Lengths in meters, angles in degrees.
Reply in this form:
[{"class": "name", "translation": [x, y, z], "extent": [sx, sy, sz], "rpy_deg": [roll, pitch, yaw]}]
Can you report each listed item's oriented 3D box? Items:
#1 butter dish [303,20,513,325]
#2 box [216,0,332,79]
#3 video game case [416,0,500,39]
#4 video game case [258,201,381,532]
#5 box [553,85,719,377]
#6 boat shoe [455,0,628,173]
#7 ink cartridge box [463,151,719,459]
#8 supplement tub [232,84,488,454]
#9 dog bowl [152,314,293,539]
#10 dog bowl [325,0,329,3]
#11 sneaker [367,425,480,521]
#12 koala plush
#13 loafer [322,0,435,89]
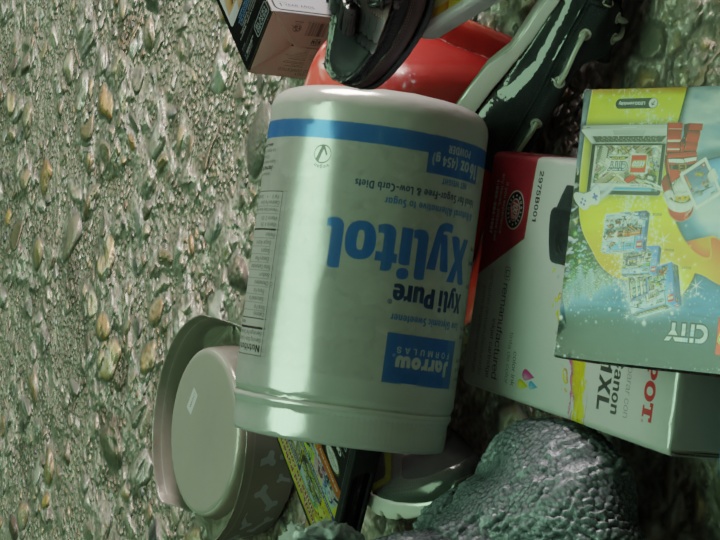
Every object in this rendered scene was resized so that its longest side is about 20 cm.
[{"class": "butter dish", "translation": [0.007, -0.084, 1.117], "extent": [0.200, 0.147, 0.200], "rpy_deg": [37, 117, 57]}, {"class": "box", "translation": [-0.056, -0.236, 1.286], "extent": [0.060, 0.116, 0.200], "rpy_deg": [-63, 37, 38]}, {"class": "video game case", "translation": [0.083, -0.263, 0.973], "extent": [0.200, 0.023, 0.183], "rpy_deg": [-25, 75, 43]}, {"class": "video game case", "translation": [-0.037, 0.080, 1.132], "extent": [0.181, 0.025, 0.200], "rpy_deg": [102, 150, -53]}, {"class": "box", "translation": [0.189, -0.017, 0.756], "extent": [0.200, 0.038, 0.137], "rpy_deg": [4, 86, 42]}, {"class": "boat shoe", "translation": [0.128, -0.146, 0.996], "extent": [0.200, 0.060, 0.076], "rpy_deg": [-52, 4, 23]}, {"class": "ink cartridge box", "translation": [0.152, 0.013, 0.908], "extent": [0.200, 0.083, 0.146], "rpy_deg": [14, 98, 61]}, {"class": "supplement tub", "translation": [0.000, 0.000, 0.950], "extent": [0.132, 0.132, 0.201], "rpy_deg": [3, 86, 61]}, {"class": "dog bowl", "translation": [-0.115, 0.138, 1.391], "extent": [0.200, 0.058, 0.201], "rpy_deg": [-16, 71, 59]}, {"class": "dog bowl", "translation": [0.006, -0.292, 1.200], "extent": [0.112, 0.049, 0.201], "rpy_deg": [100, 176, -72]}, {"class": "sneaker", "translation": [0.017, 0.109, 1.118], "extent": [0.200, 0.074, 0.085], "rpy_deg": [21, 128, 60]}, {"class": "koala plush", "translation": [0.052, 0.183, 0.900], "extent": [0.177, 0.199, 0.184], "rpy_deg": [-128, 32, -51]}, {"class": "loafer", "translation": [0.017, -0.200, 0.983], "extent": [0.072, 0.063, 0.200], "rpy_deg": [46, 123, 31]}]
